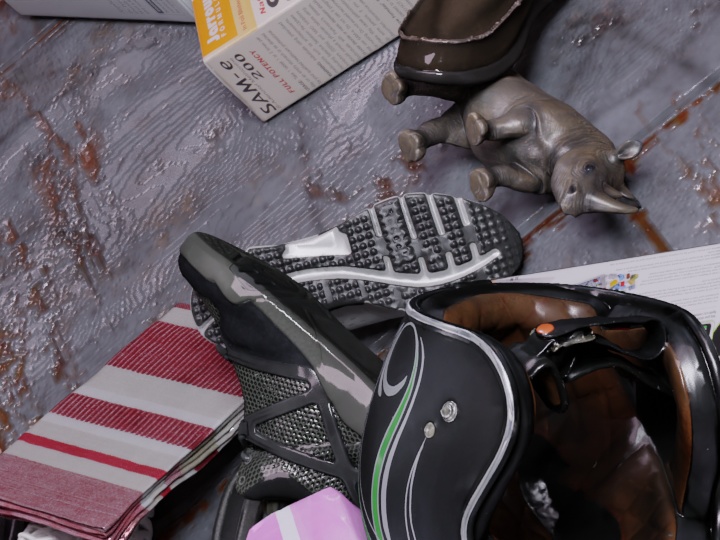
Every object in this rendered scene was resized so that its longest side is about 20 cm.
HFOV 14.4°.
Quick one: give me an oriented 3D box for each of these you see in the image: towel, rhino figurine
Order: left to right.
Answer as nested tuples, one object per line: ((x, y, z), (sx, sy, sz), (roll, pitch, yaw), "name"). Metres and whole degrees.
((-0.131, 0.092, 1.741), (0.144, 0.023, 0.200), (11, 43, 45), "towel")
((0.101, -0.075, 1.686), (0.087, 0.060, 0.200), (-13, 29, -32), "rhino figurine")

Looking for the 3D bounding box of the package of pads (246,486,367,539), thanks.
((0.010, 0.222, 1.489), (0.076, 0.121, 0.200), (-33, 42, 11), "package of pads")

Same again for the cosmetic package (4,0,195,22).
((-0.173, -0.294, 2.057), (0.200, 0.123, 0.199), (8, 64, 42), "cosmetic package")

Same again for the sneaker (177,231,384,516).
((-0.053, 0.069, 1.627), (0.199, 0.076, 0.114), (44, 105, 19), "sneaker")

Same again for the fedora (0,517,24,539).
((-0.313, 0.181, 1.817), (0.200, 0.090, 0.177), (-33, 42, 15), "fedora")

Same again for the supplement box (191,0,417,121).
((-0.014, -0.208, 1.891), (0.200, 0.074, 0.126), (-32, 42, 17), "supplement box")

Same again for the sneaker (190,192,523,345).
((0.000, 0.000, 1.706), (0.200, 0.080, 0.074), (-10, 85, 8), "sneaker")

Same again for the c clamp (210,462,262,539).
((-0.029, 0.160, 1.650), (0.200, 0.027, 0.171), (-18, 43, 30), "c clamp")

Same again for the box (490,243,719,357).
((0.145, 0.046, 1.583), (0.200, 0.035, 0.110), (-9, 53, 35), "box")

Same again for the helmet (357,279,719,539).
((0.092, 0.112, 1.459), (0.200, 0.200, 0.191), (13, 106, 45), "helmet")

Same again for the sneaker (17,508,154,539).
((-0.187, 0.184, 1.719), (0.075, 0.081, 0.200), (-6, 53, 39), "sneaker")

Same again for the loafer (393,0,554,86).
((0.075, -0.180, 1.738), (0.073, 0.071, 0.200), (8, 37, 25), "loafer")
